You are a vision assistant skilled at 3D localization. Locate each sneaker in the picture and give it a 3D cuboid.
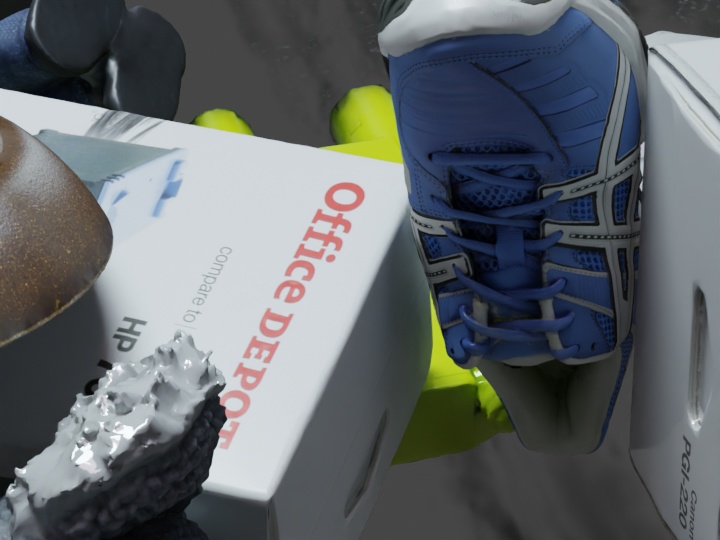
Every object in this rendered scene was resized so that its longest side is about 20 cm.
[{"bbox_3d":[0.053,-0.015,0.691,0.076,0.200,0.077,-6,58,16],"label":"sneaker"}]

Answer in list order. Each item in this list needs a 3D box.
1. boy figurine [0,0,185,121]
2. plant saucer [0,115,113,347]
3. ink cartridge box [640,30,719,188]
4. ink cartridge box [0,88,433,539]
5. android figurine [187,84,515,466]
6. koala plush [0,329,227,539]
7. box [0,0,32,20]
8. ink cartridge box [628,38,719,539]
[{"bbox_3d":[-0.154,-0.043,0.914,0.200,0.124,0.064,-28,35,39],"label":"boy figurine"},{"bbox_3d":[-0.167,-0.013,0.629,0.200,0.032,0.200,-2,20,1],"label":"plant saucer"},{"bbox_3d":[0.176,-0.054,0.901,0.200,0.057,0.163,-22,32,-13],"label":"ink cartridge box"},{"bbox_3d":[-0.093,0.025,0.719,0.200,0.086,0.147,10,45,15],"label":"ink cartridge box"},{"bbox_3d":[0.000,0.000,0.836,0.182,0.041,0.200,-9,36,-11],"label":"android figurine"},{"bbox_3d":[-0.098,0.117,0.568,0.184,0.178,0.200,15,29,38],"label":"koala plush"},{"bbox_3d":[-0.236,-0.154,1.085,0.124,0.149,0.200,10,35,32],"label":"box"},{"bbox_3d":[0.183,0.004,0.677,0.200,0.146,0.085,-8,29,-13],"label":"ink cartridge box"}]
